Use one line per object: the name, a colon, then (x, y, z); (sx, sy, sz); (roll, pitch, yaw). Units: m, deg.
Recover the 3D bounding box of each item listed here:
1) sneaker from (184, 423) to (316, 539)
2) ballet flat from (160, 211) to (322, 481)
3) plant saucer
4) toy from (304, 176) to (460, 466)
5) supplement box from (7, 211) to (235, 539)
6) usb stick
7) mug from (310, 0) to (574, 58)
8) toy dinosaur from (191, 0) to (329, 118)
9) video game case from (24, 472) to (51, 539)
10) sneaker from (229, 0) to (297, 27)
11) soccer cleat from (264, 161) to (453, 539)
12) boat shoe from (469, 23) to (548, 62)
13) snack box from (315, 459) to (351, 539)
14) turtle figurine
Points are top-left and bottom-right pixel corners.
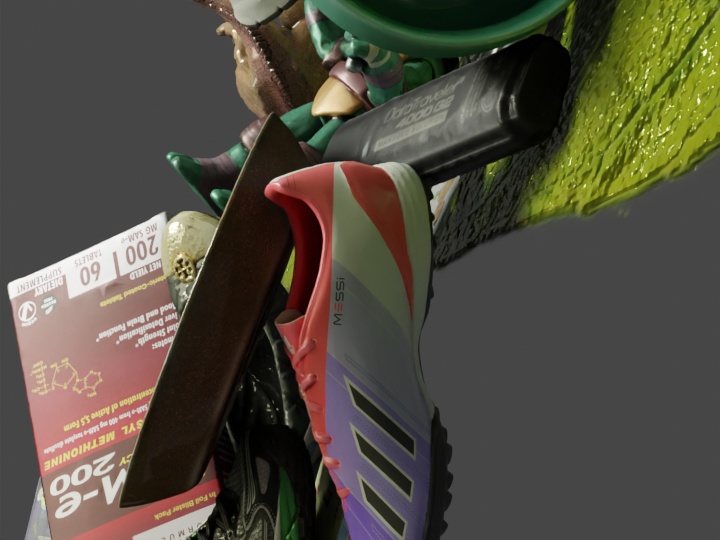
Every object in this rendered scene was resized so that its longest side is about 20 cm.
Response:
sneaker: (-0.073, 0.156, 1.444); (0.078, 0.085, 0.200); (-88, 15, -57)
ballet flat: (-0.055, 0.061, 1.539); (0.066, 0.057, 0.201); (-32, 79, 45)
plant saucer: (-0.063, 0.024, 1.421); (0.200, 0.034, 0.201); (21, -90, -89)
toy: (0.000, 0.000, 1.483); (0.115, 0.047, 0.200); (-47, 15, 57)
supplement box: (-0.116, 0.083, 1.604); (0.061, 0.109, 0.201); (34, -143, -56)
usb stick: (0.035, -0.064, 1.377); (0.200, 0.033, 0.056); (-21, 43, 62)
mug: (0.021, -0.177, 1.300); (0.152, 0.185, 0.114); (-56, 3, -1)
toy dinosaur: (-0.032, -0.090, 1.674); (0.086, 0.200, 0.136); (-24, 37, 22)
video game case: (-0.087, 0.109, 1.627); (0.023, 0.199, 0.183); (34, -116, -55)
sneaker: (-0.026, -0.201, 1.535); (0.200, 0.087, 0.075); (-36, 20, 39)
soccer cleat: (-0.004, 0.051, 1.341); (0.068, 0.073, 0.201); (165, 104, -64)
boat shoe: (0.066, -0.168, 1.426); (0.069, 0.056, 0.200); (115, 167, -52)
snack box: (-0.014, 0.166, 1.458); (0.116, 0.037, 0.201); (-122, 47, -79)
turtle figurine: (-0.004, -0.101, 1.571); (0.200, 0.101, 0.150); (-46, 16, -5)
